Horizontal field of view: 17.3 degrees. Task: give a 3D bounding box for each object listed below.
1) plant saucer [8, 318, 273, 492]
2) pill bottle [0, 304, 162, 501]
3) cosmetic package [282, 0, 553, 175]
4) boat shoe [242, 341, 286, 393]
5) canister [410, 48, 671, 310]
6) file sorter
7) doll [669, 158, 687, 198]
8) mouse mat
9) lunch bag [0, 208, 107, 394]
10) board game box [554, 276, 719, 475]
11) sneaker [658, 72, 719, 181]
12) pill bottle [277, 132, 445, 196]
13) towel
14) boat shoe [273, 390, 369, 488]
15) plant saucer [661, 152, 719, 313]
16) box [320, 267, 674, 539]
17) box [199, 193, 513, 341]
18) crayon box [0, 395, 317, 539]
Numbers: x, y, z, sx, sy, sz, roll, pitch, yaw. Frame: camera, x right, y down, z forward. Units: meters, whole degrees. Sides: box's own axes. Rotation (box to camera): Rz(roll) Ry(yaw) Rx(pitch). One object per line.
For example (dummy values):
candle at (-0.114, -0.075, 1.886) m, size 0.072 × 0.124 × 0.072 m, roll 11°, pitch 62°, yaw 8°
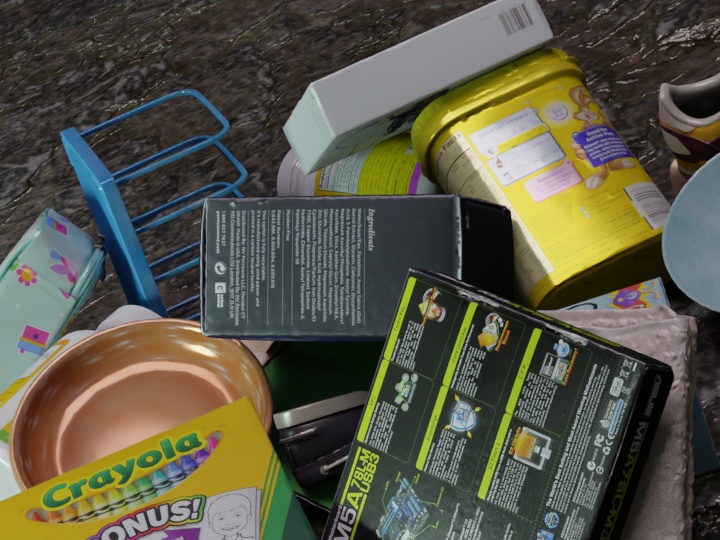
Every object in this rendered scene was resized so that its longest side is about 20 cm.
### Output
plant saucer at (-0.160, 0.122, 1.745) m, size 0.199 × 0.038 × 0.201 m, roll -7°, pitch 48°, yaw 8°
pill bottle at (-0.224, 0.118, 1.860) m, size 0.111 × 0.111 × 0.200 m, roll 4°, pitch 37°, yaw 40°
cosmetic package at (0.044, -0.151, 1.911) m, size 0.199 × 0.052 × 0.151 m, roll -25°, pitch -2°, yaw -13°
boat shoe at (-0.088, 0.104, 1.837) m, size 0.065 × 0.072 × 0.200 m, roll 13°, pitch 43°, yaw 32°
canister at (0.149, -0.060, 1.842) m, size 0.148 × 0.087 × 0.200 m, roll -25°, pitch 58°, yaw -11°
file sorter at (-0.149, -0.033, 1.978) m, size 0.122 × 0.201 × 0.139 m, roll -25°, pitch 28°, yaw -11°
doll at (0.346, -0.080, 1.858) m, size 0.199 × 0.049 × 0.136 m, roll 9°, pitch 42°, yaw 45°
mouse mat at (-0.008, 0.101, 1.784) m, size 0.160 × 0.008 × 0.200 m, roll 24°, pitch 49°, yaw 26°
lunch bag at (-0.283, 0.044, 1.964) m, size 0.200 × 0.077 × 0.160 m, roll -56°, pitch 4°, yaw 2°
board game box at (0.134, 0.099, 1.638) m, size 0.199 × 0.105 × 0.103 m, roll -18°, pitch 27°, yaw 8°
sneaker at (0.327, -0.125, 1.807) m, size 0.199 × 0.090 × 0.075 m, roll -14°, pitch 41°, yaw 18°
pill bottle at (0.022, -0.067, 2.014) m, size 0.199 × 0.105 × 0.104 m, roll 8°, pitch 40°, yaw 45°
towel at (0.153, 0.123, 1.523) m, size 0.132 × 0.201 × 0.034 m, roll -3°, pitch -9°, yaw 30°
boat shoe at (0.036, 0.113, 1.737) m, size 0.199 × 0.063 × 0.073 m, roll -11°, pitch -4°, yaw -17°
plant saucer at (0.321, -0.029, 1.722) m, size 0.200 × 0.039 × 0.202 m, roll -17°, pitch 41°, yaw 15°
box at (0.084, 0.122, 1.518) m, size 0.193 × 0.201 × 0.047 m, roll 22°, pitch 7°, yaw 37°
box at (0.000, 0.000, 1.742) m, size 0.199 × 0.105 × 0.148 m, roll 0°, pitch -3°, yaw 20°
crayon box at (-0.135, 0.191, 1.587) m, size 0.199 × 0.058 × 0.173 m, roll -23°, pitch 40°, yaw -7°
